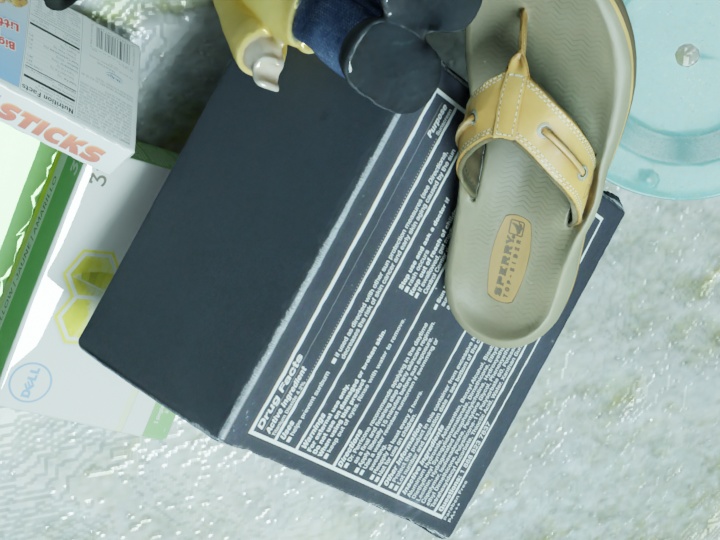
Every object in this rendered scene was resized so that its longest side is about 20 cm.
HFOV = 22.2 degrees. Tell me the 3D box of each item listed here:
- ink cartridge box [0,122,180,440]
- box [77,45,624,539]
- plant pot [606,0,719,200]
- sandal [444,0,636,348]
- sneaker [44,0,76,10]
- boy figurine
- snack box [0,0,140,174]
[{"bbox_3d":[-0.165,-0.005,0.921,0.199,0.048,0.147,16,105,-32],"label":"ink cartridge box"},{"bbox_3d":[0.000,0.000,0.914,0.198,0.123,0.201,31,87,-50],"label":"box"},{"bbox_3d":[0.152,-0.130,0.887,0.198,0.188,0.202,3,118,6],"label":"plant pot"},{"bbox_3d":[0.070,-0.050,0.804,0.054,0.080,0.202,-39,142,-55],"label":"sandal"},{"bbox_3d":[-0.095,-0.189,0.811,0.115,0.081,0.200,37,81,7],"label":"sneaker"},{"bbox_3d":[-0.028,-0.148,0.829,0.064,0.200,0.125,18,106,-46],"label":"boy figurine"},{"bbox_3d":[-0.189,-0.116,0.844,0.199,0.072,0.024,27,134,-32],"label":"snack box"}]
